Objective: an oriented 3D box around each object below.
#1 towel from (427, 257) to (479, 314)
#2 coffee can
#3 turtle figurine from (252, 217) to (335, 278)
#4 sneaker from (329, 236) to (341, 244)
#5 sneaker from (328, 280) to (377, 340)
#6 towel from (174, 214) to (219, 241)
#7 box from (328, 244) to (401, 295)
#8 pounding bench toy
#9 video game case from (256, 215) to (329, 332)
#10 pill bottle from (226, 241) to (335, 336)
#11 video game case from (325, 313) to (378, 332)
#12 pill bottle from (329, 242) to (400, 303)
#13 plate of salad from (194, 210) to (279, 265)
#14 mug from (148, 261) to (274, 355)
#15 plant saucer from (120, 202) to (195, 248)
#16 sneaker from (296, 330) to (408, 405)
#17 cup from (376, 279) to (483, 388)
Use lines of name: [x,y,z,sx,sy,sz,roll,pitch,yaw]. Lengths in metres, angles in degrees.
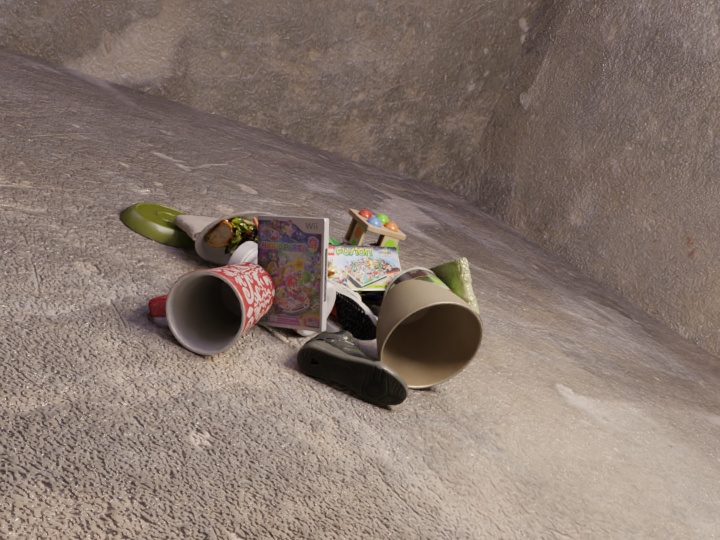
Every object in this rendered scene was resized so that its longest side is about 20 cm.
towel: [0.205,0.053,1.637,0.036,0.150,0.200,-7,-9,-21]
coffee can: [0.151,0.099,1.537,0.145,0.147,0.200,14,18,-29]
turtle figurine: [-0.115,-0.045,1.414,0.199,0.065,0.161,31,-8,14]
sneaker: [-0.020,-0.038,1.769,0.199,0.084,0.074,34,22,-28]
sneaker: [-0.015,0.073,1.439,0.093,0.071,0.199,-4,27,-46]
towel: [-0.295,-0.085,1.556,0.199,0.035,0.132,3,17,-35]
box: [0.000,0.000,1.595,0.199,0.035,0.111,0,68,-31]
pounding bench toy: [0.054,-0.067,1.914,0.199,0.157,0.124,13,18,-33]
video game case: [-0.125,0.004,1.285,0.142,0.202,0.018,5,6,26]
pill bottle: [-0.157,0.031,1.382,0.199,0.115,0.114,29,17,21]
video game case: [-0.073,0.076,1.521,0.199,0.023,0.182,32,18,27]
pill bottle: [-0.013,0.000,1.680,0.199,0.113,0.112,18,16,-23]
plate of salad: [-0.237,-0.055,1.461,0.199,0.200,0.048,9,52,-40]
mug: [-0.243,0.041,1.207,0.177,0.134,0.200,27,13,6]
plant saucer: [-0.432,-0.107,1.591,0.199,0.031,0.200,21,17,-7]
sneaker: [-0.004,0.162,1.244,0.198,0.077,0.114,20,22,6]
cup: [0.110,0.100,1.340,0.199,0.201,0.144,15,27,-28]
